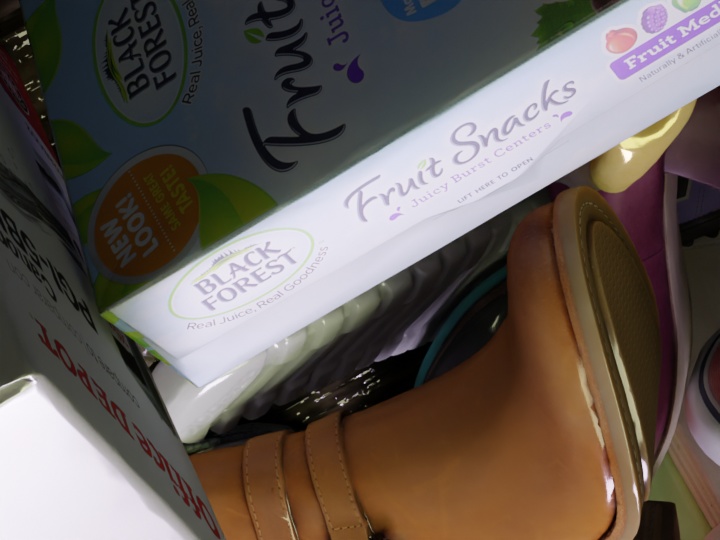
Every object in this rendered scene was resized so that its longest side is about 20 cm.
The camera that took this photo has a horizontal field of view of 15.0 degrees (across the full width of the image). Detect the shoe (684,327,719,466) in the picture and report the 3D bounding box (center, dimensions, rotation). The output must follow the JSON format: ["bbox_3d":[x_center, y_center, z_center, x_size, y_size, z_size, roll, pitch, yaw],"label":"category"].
[{"bbox_3d":[0.199,-0.002,0.914,0.199,0.072,0.091,-22,150,-25],"label":"shoe"}]

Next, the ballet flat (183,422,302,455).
[{"bbox_3d":[-0.063,0.087,0.943,0.199,0.070,0.071,-6,164,-42],"label":"ballet flat"}]

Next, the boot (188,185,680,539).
[{"bbox_3d":[0.017,0.054,0.844,0.154,0.077,0.201,1,142,12],"label":"boot"}]

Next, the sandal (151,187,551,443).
[{"bbox_3d":[0.004,-0.004,0.899,0.202,0.050,0.083,-23,160,-46],"label":"sandal"}]

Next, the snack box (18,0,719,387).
[{"bbox_3d":[0.011,-0.080,0.706,0.199,0.143,0.053,-30,141,15],"label":"snack box"}]

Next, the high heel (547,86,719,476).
[{"bbox_3d":[0.068,0.005,0.897,0.096,0.067,0.201,19,111,0],"label":"high heel"}]

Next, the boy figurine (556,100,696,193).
[{"bbox_3d":[0.047,-0.075,0.783,0.200,0.065,0.124,-35,110,26],"label":"boy figurine"}]

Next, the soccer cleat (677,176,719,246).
[{"bbox_3d":[0.148,-0.083,0.907,0.200,0.068,0.073,-35,123,18],"label":"soccer cleat"}]

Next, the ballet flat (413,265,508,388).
[{"bbox_3d":[0.049,0.067,0.988,0.068,0.069,0.200,-31,163,-24],"label":"ballet flat"}]

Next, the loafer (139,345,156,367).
[{"bbox_3d":[-0.140,0.043,0.852,0.200,0.068,0.076,-36,144,12],"label":"loafer"}]

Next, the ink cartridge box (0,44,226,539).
[{"bbox_3d":[-0.117,0.001,0.690,0.083,0.201,0.147,-29,147,3],"label":"ink cartridge box"}]

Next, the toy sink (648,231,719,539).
[{"bbox_3d":[0.136,0.098,1.006,0.111,0.201,0.131,-8,143,-28],"label":"toy sink"}]
